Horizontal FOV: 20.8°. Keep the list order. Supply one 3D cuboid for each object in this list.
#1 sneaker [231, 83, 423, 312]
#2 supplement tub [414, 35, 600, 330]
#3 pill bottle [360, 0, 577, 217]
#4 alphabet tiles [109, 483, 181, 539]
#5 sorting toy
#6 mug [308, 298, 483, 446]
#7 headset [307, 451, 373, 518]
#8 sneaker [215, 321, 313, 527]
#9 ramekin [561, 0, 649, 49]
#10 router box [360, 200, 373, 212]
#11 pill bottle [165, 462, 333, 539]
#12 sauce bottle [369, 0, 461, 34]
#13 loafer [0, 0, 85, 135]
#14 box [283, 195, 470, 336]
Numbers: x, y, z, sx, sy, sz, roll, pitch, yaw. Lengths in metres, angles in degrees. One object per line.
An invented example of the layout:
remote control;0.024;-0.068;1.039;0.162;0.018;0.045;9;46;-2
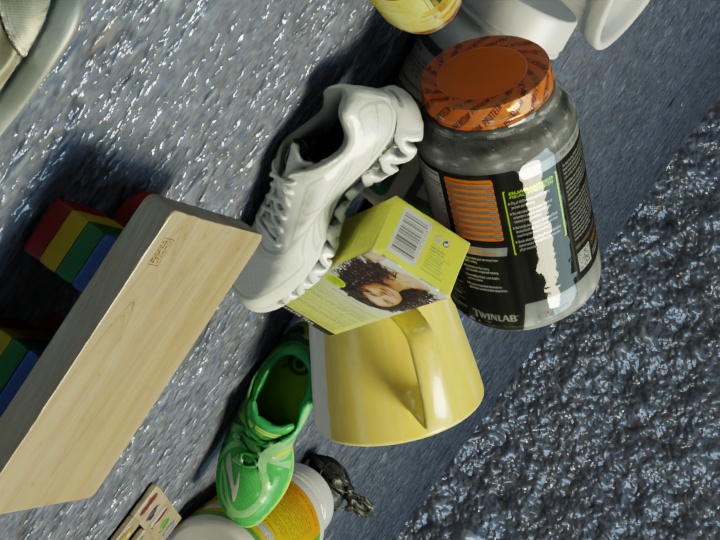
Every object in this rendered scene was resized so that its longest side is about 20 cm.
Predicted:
sneaker;-0.042;-0.056;1.413;0.081;0.075;0.200;9;122;-52
supplement tub;0.108;-0.065;1.457;0.123;0.122;0.201;-47;138;-36
pill bottle;0.081;-0.135;1.548;0.201;0.113;0.113;-59;168;20
alphabet tiles;-0.230;0.283;1.721;0.200;0.008;0.167;-53;169;-12
sorting toy;-0.162;0.037;1.150;0.201;0.069;0.199;-57;169;4
mug;0.033;0.050;1.655;0.149;0.186;0.154;-30;117;-42
headset;-0.048;0.267;2.200;0.124;0.094;0.200;-49;178;-29
sneaker;-0.086;0.138;1.748;0.201;0.074;0.084;-68;168;16
ramekin;0.222;-0.301;1.695;0.201;0.097;0.201;-53;168;-15
router box;0.072;-0.032;1.799;0.199;0.062;0.150;-11;139;-48
pill bottle;-0.102;0.259;1.910;0.111;0.111;0.200;-60;168;25
sauce bottle;0.022;-0.200;1.246;0.066;0.066;0.200;-56;168;3
loafer;-0.190;-0.061;0.799;0.069;0.075;0.201;18;111;-45
box;0.000;0.000;1.488;0.200;0.075;0.050;-22;-140;63
